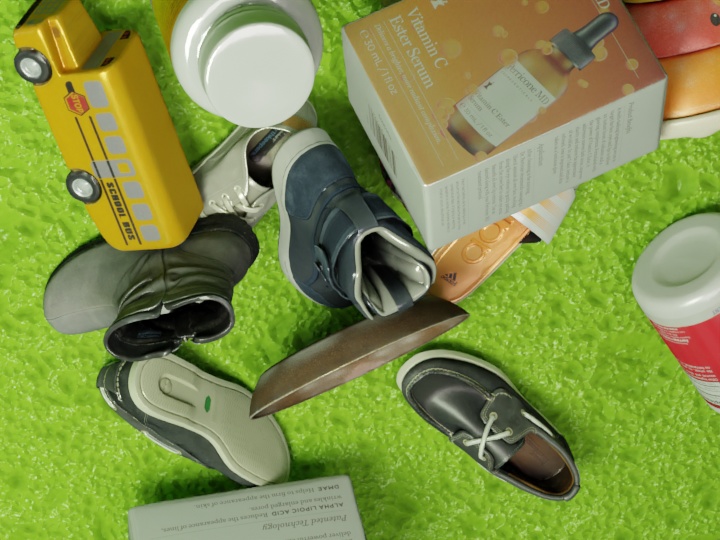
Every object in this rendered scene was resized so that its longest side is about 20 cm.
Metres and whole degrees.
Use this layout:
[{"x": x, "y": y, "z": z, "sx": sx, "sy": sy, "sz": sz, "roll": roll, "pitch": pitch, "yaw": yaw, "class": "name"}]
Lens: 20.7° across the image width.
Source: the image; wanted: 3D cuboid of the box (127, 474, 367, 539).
[{"x": -0.094, "y": 0.297, "z": 1.693, "sx": 0.198, "sy": 0.131, "sz": 0.200, "roll": -7, "pitch": 138, "yaw": -11, "class": "box"}]

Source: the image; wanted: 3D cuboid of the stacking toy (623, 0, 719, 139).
[{"x": 0.247, "y": -0.213, "z": 1.541, "sx": 0.145, "sy": 0.146, "sz": 0.202, "roll": -17, "pitch": 106, "yaw": -5, "class": "stacking toy"}]

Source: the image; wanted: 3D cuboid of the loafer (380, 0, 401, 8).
[{"x": 0.054, "y": -0.288, "z": 1.463, "sx": 0.068, "sy": 0.076, "sz": 0.201, "roll": 23, "pitch": 106, "yaw": -21, "class": "loafer"}]

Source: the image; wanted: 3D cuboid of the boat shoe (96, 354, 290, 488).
[{"x": -0.136, "y": 0.128, "z": 1.664, "sx": 0.067, "sy": 0.072, "sz": 0.200, "roll": -15, "pitch": 141, "yaw": 40, "class": "boat shoe"}]

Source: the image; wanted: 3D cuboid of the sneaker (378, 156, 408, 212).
[{"x": 0.108, "y": -0.116, "z": 1.562, "sx": 0.199, "sy": 0.081, "sz": 0.075, "roll": -35, "pitch": 137, "yaw": 6, "class": "sneaker"}]

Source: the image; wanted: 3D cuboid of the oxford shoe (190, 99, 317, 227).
[{"x": -0.104, "y": -0.055, "z": 1.561, "sx": 0.075, "sy": 0.058, "sz": 0.200, "roll": 32, "pitch": 108, "yaw": -30, "class": "oxford shoe"}]

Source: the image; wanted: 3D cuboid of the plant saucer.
[{"x": -0.006, "y": 0.066, "z": 1.604, "sx": 0.199, "sy": 0.200, "sz": 0.032, "roll": -25, "pitch": 85, "yaw": 0, "class": "plant saucer"}]

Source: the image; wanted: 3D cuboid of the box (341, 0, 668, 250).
[{"x": 0.106, "y": -0.136, "z": 1.473, "sx": 0.199, "sy": 0.153, "sz": 0.107, "roll": -25, "pitch": 155, "yaw": -7, "class": "box"}]

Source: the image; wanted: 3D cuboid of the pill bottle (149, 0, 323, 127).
[{"x": -0.089, "y": -0.180, "z": 1.408, "sx": 0.108, "sy": 0.200, "sz": 0.110, "roll": -6, "pitch": 121, "yaw": -11, "class": "pill bottle"}]

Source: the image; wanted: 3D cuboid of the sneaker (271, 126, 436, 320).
[{"x": -0.001, "y": 0.001, "z": 1.542, "sx": 0.077, "sy": 0.146, "sz": 0.203, "roll": -34, "pitch": 147, "yaw": -13, "class": "sneaker"}]

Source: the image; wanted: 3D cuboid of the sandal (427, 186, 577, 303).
[{"x": 0.127, "y": -0.040, "z": 1.630, "sx": 0.079, "sy": 0.059, "sz": 0.207, "roll": 28, "pitch": 109, "yaw": -27, "class": "sandal"}]

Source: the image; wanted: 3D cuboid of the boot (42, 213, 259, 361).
[{"x": -0.178, "y": 0.025, "z": 1.517, "sx": 0.199, "sy": 0.132, "sz": 0.070, "roll": -22, "pitch": 114, "yaw": 23, "class": "boot"}]

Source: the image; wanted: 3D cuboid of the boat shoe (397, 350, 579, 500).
[{"x": 0.116, "y": 0.136, "z": 1.717, "sx": 0.199, "sy": 0.068, "sz": 0.072, "roll": 36, "pitch": 107, "yaw": -28, "class": "boat shoe"}]

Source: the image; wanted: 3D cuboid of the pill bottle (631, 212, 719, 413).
[{"x": 0.326, "y": 0.054, "z": 1.708, "sx": 0.112, "sy": 0.113, "sz": 0.200, "roll": -35, "pitch": 122, "yaw": 6, "class": "pill bottle"}]

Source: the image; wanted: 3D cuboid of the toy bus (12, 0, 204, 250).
[{"x": -0.189, "y": -0.113, "z": 1.482, "sx": 0.078, "sy": 0.065, "sz": 0.201, "roll": -2, "pitch": 126, "yaw": 24, "class": "toy bus"}]
